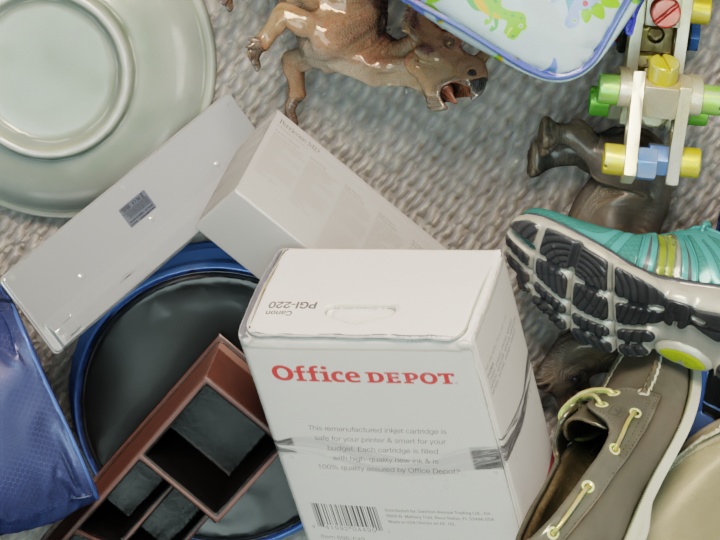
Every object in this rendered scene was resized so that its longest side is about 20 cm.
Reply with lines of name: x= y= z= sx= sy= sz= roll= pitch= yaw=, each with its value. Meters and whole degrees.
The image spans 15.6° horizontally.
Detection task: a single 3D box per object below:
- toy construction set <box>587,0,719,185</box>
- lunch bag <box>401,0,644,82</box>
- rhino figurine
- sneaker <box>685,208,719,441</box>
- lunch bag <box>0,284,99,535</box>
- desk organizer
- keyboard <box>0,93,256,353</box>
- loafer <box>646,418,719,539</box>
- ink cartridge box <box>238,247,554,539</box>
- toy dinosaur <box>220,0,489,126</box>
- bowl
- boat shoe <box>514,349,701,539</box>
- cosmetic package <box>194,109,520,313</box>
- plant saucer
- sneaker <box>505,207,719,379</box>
toy construction set: x=0.183 y=-0.154 z=1.529 sx=0.092 sy=0.131 sz=0.201 roll=20 pitch=105 yaw=-2
lunch bag: x=0.105 y=-0.215 z=1.457 sx=0.160 sy=0.082 sz=0.201 roll=28 pitch=101 yaw=-6
rhino figurine: x=0.143 y=0.002 z=1.610 sx=0.087 sy=0.060 sz=0.201 roll=1 pitch=108 yaw=-6
sneaker: x=0.246 y=0.027 z=1.604 sx=0.078 sy=0.070 sz=0.201 roll=11 pitch=106 yaw=2
lunch bag: x=-0.248 y=0.096 z=1.596 sx=0.132 sy=0.200 sz=0.136 roll=-24 pitch=98 yaw=-8
desk organizer: x=-0.127 y=0.143 z=1.616 sx=0.072 sy=0.077 sz=0.200 roll=40 pitch=104 yaw=-7
keyboard: x=-0.130 y=-0.031 z=1.580 sx=0.200 sy=0.011 sz=0.056 roll=-42 pitch=96 yaw=-30
loafer: x=0.185 y=0.160 z=1.561 sx=0.200 sy=0.068 sz=0.076 roll=-42 pitch=91 yaw=7
ink cartridge box: x=0.027 y=0.086 z=1.541 sx=0.145 sy=0.085 sz=0.201 roll=1 pitch=132 yaw=21
toy dinosaur: x=-0.012 y=-0.172 z=1.567 sx=0.135 sy=0.086 sz=0.201 roll=-27 pitch=91 yaw=4
bowl: x=-0.087 y=0.082 z=1.658 sx=0.200 sy=0.039 sz=0.202 roll=1 pitch=105 yaw=4
boat shoe: x=0.144 y=0.105 z=1.533 sx=0.060 sy=0.202 sz=0.072 roll=38 pitch=141 yaw=-16
cosmetic package: x=0.000 y=0.000 z=1.593 sx=0.200 sy=0.083 sz=0.051 roll=40 pitch=134 yaw=-13
plant saucer: x=-0.189 y=-0.124 z=1.605 sx=0.199 sy=0.050 sz=0.201 roll=1 pitch=105 yaw=3
sneaker: x=0.181 y=0.008 z=1.547 sx=0.199 sy=0.080 sz=0.078 roll=20 pitch=139 yaw=8
